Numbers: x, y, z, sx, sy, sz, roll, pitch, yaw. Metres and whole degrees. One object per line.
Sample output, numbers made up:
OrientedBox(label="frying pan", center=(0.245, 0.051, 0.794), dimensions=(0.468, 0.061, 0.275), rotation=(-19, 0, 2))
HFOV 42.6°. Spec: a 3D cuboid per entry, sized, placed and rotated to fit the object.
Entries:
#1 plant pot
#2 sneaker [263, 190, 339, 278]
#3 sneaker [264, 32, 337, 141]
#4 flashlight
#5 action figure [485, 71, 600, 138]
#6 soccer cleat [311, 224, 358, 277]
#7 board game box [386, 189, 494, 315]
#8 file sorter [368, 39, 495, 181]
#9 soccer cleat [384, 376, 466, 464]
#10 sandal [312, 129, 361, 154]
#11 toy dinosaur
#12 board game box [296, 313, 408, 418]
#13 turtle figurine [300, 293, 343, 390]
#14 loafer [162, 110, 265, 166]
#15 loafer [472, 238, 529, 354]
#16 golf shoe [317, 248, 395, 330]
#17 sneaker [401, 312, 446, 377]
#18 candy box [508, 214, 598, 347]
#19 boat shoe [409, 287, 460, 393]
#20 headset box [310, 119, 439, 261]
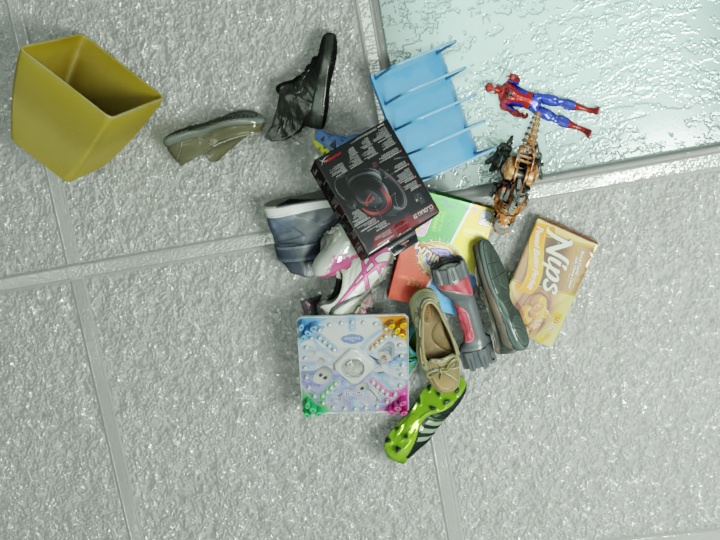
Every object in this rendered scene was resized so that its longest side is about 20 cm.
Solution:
OrientedBox(label="plant pot", center=(-0.509, -0.280, 1.658), dimensions=(0.199, 0.200, 0.178), rotation=(36, 115, 1))
OrientedBox(label="sneaker", center=(-0.065, -0.068, 1.676), dimensions=(0.198, 0.077, 0.149), rotation=(-10, 108, 3))
OrientedBox(label="sneaker", center=(-0.105, -0.324, 1.639), dimensions=(0.102, 0.060, 0.204), rotation=(11, 102, 8))
OrientedBox(label="flashlight", center=(0.178, 0.078, 1.623), dimensions=(0.067, 0.067, 0.204), rotation=(6, 118, 51))
OrientedBox(label="action figure", center=(0.303, -0.281, 1.560), dimensions=(0.196, 0.099, 0.066), rotation=(20, 102, 8))
OrientedBox(label="soccer cleat", center=(-0.014, -0.072, 1.614), dimensions=(0.199, 0.070, 0.087), rotation=(-37, 122, -9))
OrientedBox(label="board game box", center=(0.143, -0.033, 1.647), dimensions=(0.150, 0.040, 0.204), rotation=(13, 103, -4))
OrientedBox(label="file sorter", center=(0.126, -0.266, 1.555), dimensions=(0.137, 0.122, 0.203), rotation=(-24, 96, -14))
OrientedBox(label="soccer cleat", center=(0.123, 0.274, 1.713), dimensions=(0.200, 0.081, 0.067), rotation=(-45, 57, -4))
OrientedBox(label="sandal", center=(0.012, -0.212, 1.637), dimensions=(0.196, 0.080, 0.089), rotation=(21, 98, -3))
OrientedBox(label="toy dinosaur", center=(0.271, -0.163, 1.556), dimensions=(0.101, 0.136, 0.201), rotation=(35, 115, -8))
OrientedBox(label="board game box", center=(-0.012, 0.173, 1.639), dimensions=(0.195, 0.026, 0.204), rotation=(-1, 116, 0))
OrientedBox(label="turtle figurine", center=(-0.047, 0.145, 1.702), dimensions=(0.147, 0.101, 0.204), rotation=(-11, 93, 12))
OrientedBox(label="loafer", center=(-0.260, -0.238, 1.683), dimensions=(0.196, 0.075, 0.071), rotation=(-12, 110, 16))
OrientedBox(label="loafer", center=(0.227, 0.049, 1.602), dimensions=(0.062, 0.071, 0.204), rotation=(-23, 84, 33))
OrientedBox(label="golf shoe", center=(0.000, 0.000, 1.643), dimensions=(0.091, 0.072, 0.202), rotation=(31, 77, -11))
OrientedBox(label="sneaker", center=(0.082, 0.149, 1.685), dimensions=(0.077, 0.080, 0.201), rotation=(37, 105, 1))
OrientedBox(label="candy box", center=(0.325, 0.018, 1.630), dimensions=(0.114, 0.055, 0.203), rotation=(23, 104, 6))
OrientedBox(label="boat shoe", center=(0.130, 0.132, 1.608), dimensions=(0.072, 0.063, 0.203), rotation=(-20, 110, -2))
OrientedBox(label="headset box", center=(0.028, -0.124, 1.549), dimensions=(0.147, 0.075, 0.202), rotation=(-30, 88, -12))
